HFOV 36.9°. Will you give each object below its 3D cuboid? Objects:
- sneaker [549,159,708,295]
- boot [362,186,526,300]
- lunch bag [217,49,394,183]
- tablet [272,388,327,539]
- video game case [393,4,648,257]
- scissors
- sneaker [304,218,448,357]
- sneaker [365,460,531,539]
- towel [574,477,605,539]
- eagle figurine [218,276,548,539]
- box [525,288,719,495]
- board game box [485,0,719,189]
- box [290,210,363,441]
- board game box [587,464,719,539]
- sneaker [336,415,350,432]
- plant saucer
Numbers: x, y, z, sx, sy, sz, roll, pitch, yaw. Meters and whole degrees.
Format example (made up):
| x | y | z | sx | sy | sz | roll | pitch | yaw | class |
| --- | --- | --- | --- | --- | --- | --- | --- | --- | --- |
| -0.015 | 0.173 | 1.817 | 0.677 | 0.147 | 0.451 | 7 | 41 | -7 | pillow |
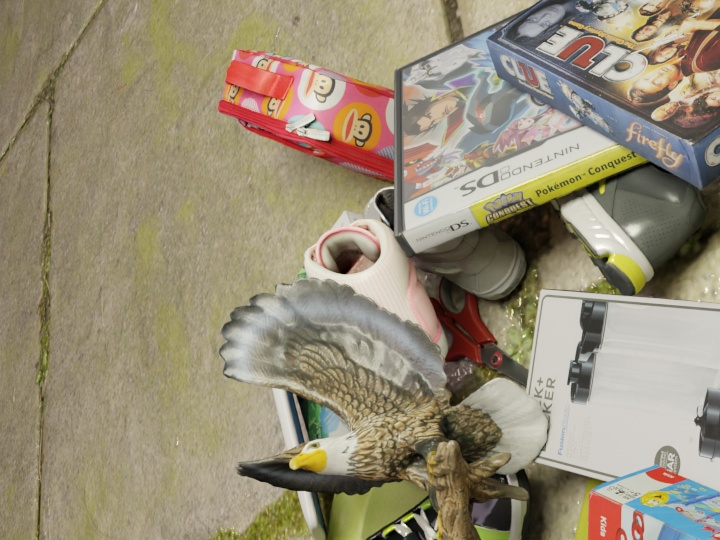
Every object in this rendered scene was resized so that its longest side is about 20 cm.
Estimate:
| x | y | z | sx | sy | sz | roll | pitch | yaw | class |
| --- | --- | --- | --- | --- | --- | --- | --- | --- | --- |
| 0.171 | -0.062 | 0.739 | 0.084 | 0.075 | 0.201 | -33 | 38 | 9 | sneaker |
| 0.043 | -0.044 | 0.867 | 0.199 | 0.095 | 0.074 | 25 | 82 | 53 | boot |
| -0.039 | -0.145 | 0.965 | 0.199 | 0.174 | 0.083 | 29 | 101 | 56 | lunch bag |
| -0.060 | 0.135 | 0.942 | 0.130 | 0.013 | 0.202 | 82 | 173 | -68 | tablet |
| 0.106 | -0.115 | 0.764 | 0.179 | 0.026 | 0.202 | -22 | 40 | 21 | video game case |
| 0.098 | 0.070 | 0.834 | 0.074 | 0.014 | 0.200 | -59 | 38 | 20 | scissors |
| 0.000 | 0.000 | 0.804 | 0.075 | 0.105 | 0.200 | -32 | 22 | -3 | sneaker |
| 0.043 | 0.201 | 0.748 | 0.201 | 0.082 | 0.072 | -60 | 38 | 22 | sneaker |
| 0.202 | 0.182 | 0.638 | 0.199 | 0.018 | 0.087 | 4 | 77 | 57 | towel |
| 0.003 | 0.104 | 0.696 | 0.199 | 0.151 | 0.153 | 26 | 82 | 49 | eagle figurine |
| 0.188 | 0.078 | 0.650 | 0.199 | 0.060 | 0.118 | 6 | 86 | 57 | box |
| 0.189 | -0.139 | 0.677 | 0.135 | 0.035 | 0.200 | -37 | 41 | -10 | board game box |
| -0.013 | 0.065 | 0.976 | 0.145 | 0.036 | 0.201 | -52 | 39 | 31 | box |
| 0.198 | 0.226 | 0.533 | 0.195 | 0.055 | 0.203 | 15 | 110 | 57 | board game box |
| -0.015 | 0.084 | 0.874 | 0.076 | 0.080 | 0.201 | -58 | 39 | 21 | sneaker |
| 0.041 | 0.213 | 0.846 | 0.199 | 0.031 | 0.203 | -24 | 59 | 48 | plant saucer |
